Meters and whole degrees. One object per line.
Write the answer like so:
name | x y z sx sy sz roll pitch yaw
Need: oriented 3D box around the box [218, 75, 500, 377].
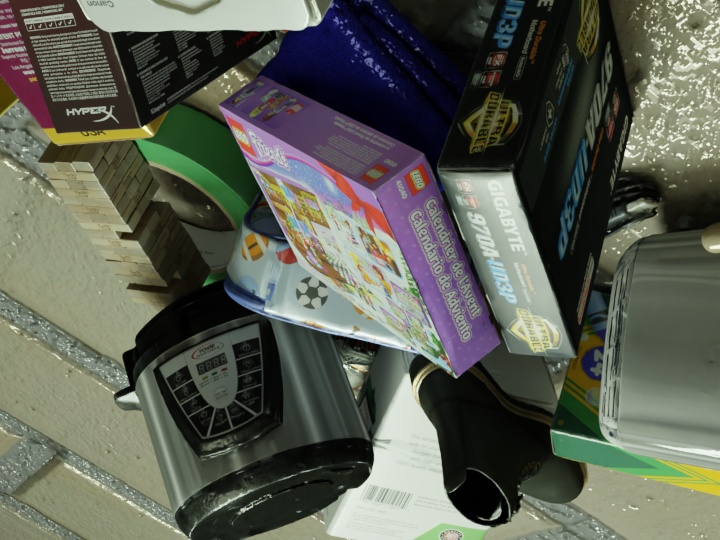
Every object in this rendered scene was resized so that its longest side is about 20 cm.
box | -0.004 -0.033 0.754 0.200 0.039 0.138 34 155 53

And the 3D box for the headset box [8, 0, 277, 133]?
headset box | -0.140 -0.203 0.722 0.076 0.149 0.202 0 119 33

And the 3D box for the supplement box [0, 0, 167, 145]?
supplement box | -0.198 -0.200 0.823 0.102 0.132 0.201 1 140 33

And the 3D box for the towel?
towel | -0.003 -0.094 0.802 0.147 0.050 0.200 41 156 -6

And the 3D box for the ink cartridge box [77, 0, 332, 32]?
ink cartridge box | -0.057 -0.221 0.634 0.142 0.202 0.084 5 144 27

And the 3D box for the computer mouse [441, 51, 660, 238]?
computer mouse | 0.105 -0.072 0.874 0.199 0.053 0.138 40 145 -22

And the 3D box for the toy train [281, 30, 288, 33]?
toy train | 0.000 -0.194 0.760 0.149 0.056 0.201 28 148 5

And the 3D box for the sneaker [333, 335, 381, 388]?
sneaker | 0.017 0.069 1.126 0.198 0.079 0.082 23 141 -12

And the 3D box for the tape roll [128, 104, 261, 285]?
tape roll | -0.159 -0.062 1.069 0.198 0.049 0.202 18 146 12

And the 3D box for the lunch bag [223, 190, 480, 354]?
lunch bag | 0.000 0.000 0.954 0.197 0.160 0.077 17 104 -1

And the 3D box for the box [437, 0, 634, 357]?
box | 0.110 -0.077 0.724 0.045 0.202 0.160 2 141 26

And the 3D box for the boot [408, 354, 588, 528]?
boot | 0.115 0.163 0.956 0.199 0.139 0.077 35 115 -28

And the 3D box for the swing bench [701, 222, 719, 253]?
swing bench | 0.291 -0.088 0.591 0.129 0.201 0.200 34 147 -15

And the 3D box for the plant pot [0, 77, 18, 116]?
plant pot | -0.374 -0.188 0.919 0.175 0.201 0.201 35 148 6

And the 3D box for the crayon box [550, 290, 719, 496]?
crayon box | 0.257 0.098 0.943 0.197 0.127 0.052 12 152 19

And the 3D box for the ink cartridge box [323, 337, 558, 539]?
ink cartridge box | 0.065 0.148 1.078 0.144 0.085 0.202 14 123 -17

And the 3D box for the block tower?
block tower | -0.193 -0.045 1.020 0.053 0.058 0.201 5 142 26

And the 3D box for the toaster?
toaster | 0.244 0.062 0.849 0.128 0.203 0.113 2 172 37

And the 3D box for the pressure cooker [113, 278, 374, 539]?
pressure cooker | -0.097 0.103 1.013 0.174 0.202 0.178 -1 151 -41
